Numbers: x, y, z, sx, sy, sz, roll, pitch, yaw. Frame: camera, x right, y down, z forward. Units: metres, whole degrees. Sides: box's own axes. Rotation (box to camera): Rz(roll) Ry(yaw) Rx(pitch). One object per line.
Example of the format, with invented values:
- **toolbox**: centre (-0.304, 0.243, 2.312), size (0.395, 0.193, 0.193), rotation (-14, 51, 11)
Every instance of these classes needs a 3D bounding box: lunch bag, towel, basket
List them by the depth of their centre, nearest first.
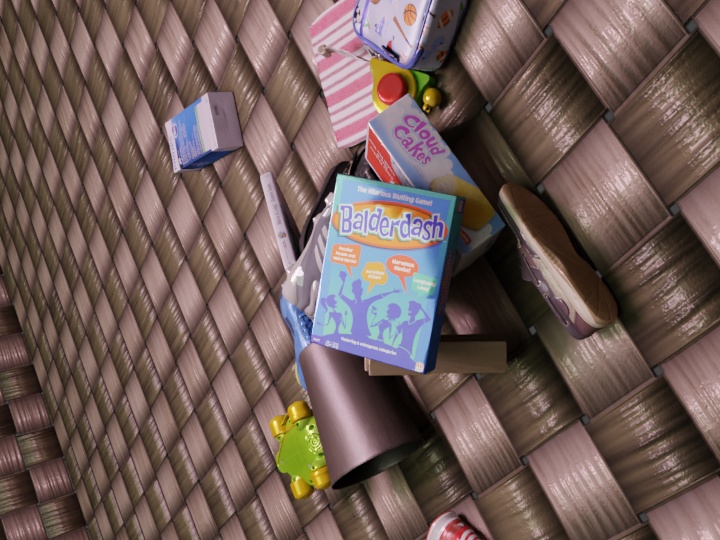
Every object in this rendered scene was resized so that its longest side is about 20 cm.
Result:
- **lunch bag**: centre (0.063, -0.363, 1.031), size (0.160, 0.074, 0.203), rotation (46, 129, 35)
- **towel**: centre (-0.006, -0.293, 1.185), size (0.145, 0.029, 0.205), rotation (-13, 91, 53)
- **basket**: centre (-0.011, 0.203, 1.237), size (0.180, 0.134, 0.203), rotation (-44, 61, 40)

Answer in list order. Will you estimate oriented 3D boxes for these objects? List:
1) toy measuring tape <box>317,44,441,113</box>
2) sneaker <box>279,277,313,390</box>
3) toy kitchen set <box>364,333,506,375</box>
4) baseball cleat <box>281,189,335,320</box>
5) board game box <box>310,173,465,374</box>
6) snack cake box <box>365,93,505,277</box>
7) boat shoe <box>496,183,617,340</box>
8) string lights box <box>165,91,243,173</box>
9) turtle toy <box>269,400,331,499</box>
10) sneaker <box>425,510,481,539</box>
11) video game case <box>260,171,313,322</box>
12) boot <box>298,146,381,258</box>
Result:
- **toy measuring tape**: centre (0.019, -0.249, 1.097), size (0.197, 0.073, 0.075), rotation (23, 119, 23)
- **sneaker**: centre (-0.082, 0.108, 1.349), size (0.078, 0.065, 0.205), rotation (7, 110, 60)
- **toy kitchen set**: centre (0.085, 0.028, 1.065), size (0.163, 0.176, 0.205), rotation (151, 118, -86)
- **baseball cleat**: centre (-0.030, -0.021, 1.074), size (0.106, 0.070, 0.202), rotation (37, 123, 10)
- **board game box**: centre (0.030, 0.001, 0.939), size (0.149, 0.045, 0.205), rotation (12, 97, 22)
- **snack cake box**: centre (0.087, -0.101, 1.003), size (0.202, 0.067, 0.115), rotation (55, 173, 10)
- **boat shoe**: centre (0.213, -0.010, 0.932), size (0.202, 0.071, 0.065), rotation (56, 133, 19)
- **string lights box**: centre (-0.305, -0.262, 1.556), size (0.198, 0.058, 0.105), rotation (-12, 89, 53)
- **turtle toy**: centre (-0.085, 0.304, 1.380), size (0.200, 0.100, 0.148), rotation (-41, 67, 50)
- **sneaker**: centre (0.135, 0.458, 1.151), size (0.115, 0.077, 0.204), rotation (31, 124, 46)
- **video game case**: centre (-0.100, -0.023, 1.255), size (0.201, 0.023, 0.185), rotation (69, -178, -55)
- **boot**: centre (-0.006, -0.088, 1.132), size (0.157, 0.078, 0.215), rotation (-19, 52, 54)
